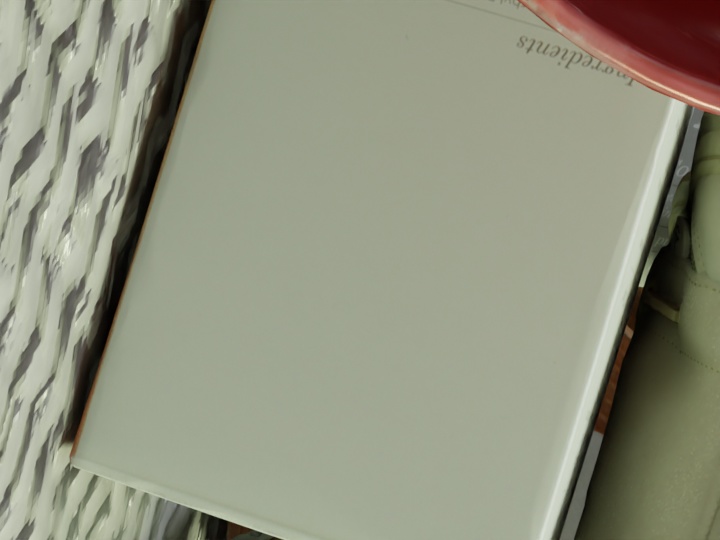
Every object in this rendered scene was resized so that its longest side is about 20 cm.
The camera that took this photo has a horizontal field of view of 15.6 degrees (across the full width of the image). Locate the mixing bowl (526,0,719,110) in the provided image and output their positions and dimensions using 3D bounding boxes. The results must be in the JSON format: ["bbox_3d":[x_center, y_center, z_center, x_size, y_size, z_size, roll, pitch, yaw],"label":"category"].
[{"bbox_3d":[0.062,-0.130,0.433,0.108,0.199,0.201,25,-78,65],"label":"mixing bowl"}]

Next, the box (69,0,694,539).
[{"bbox_3d":[0.023,-0.038,0.573,0.124,0.097,0.201,33,74,-83],"label":"box"}]

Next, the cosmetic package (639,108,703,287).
[{"bbox_3d":[0.127,-0.090,0.688,0.200,0.107,0.090,-55,-137,35],"label":"cosmetic package"}]

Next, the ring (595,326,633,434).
[{"bbox_3d":[0.127,-0.024,0.800,0.019,0.200,0.201,-36,142,-62],"label":"ring"}]

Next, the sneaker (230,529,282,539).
[{"bbox_3d":[-0.033,0.135,0.635,0.200,0.075,0.088,-43,151,-53],"label":"sneaker"}]

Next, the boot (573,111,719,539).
[{"bbox_3d":[0.087,0.055,0.615,0.200,0.072,0.155,56,51,-75],"label":"boot"}]

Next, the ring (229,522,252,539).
[{"bbox_3d":[0.000,0.000,0.758,0.200,0.019,0.201,14,90,-84],"label":"ring"}]

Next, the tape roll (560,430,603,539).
[{"bbox_3d":[0.042,0.146,0.796,0.203,0.139,0.203,-61,174,-10],"label":"tape roll"}]

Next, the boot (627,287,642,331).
[{"bbox_3d":[0.063,0.065,0.929,0.200,0.068,0.189,-44,-158,51],"label":"boot"}]
